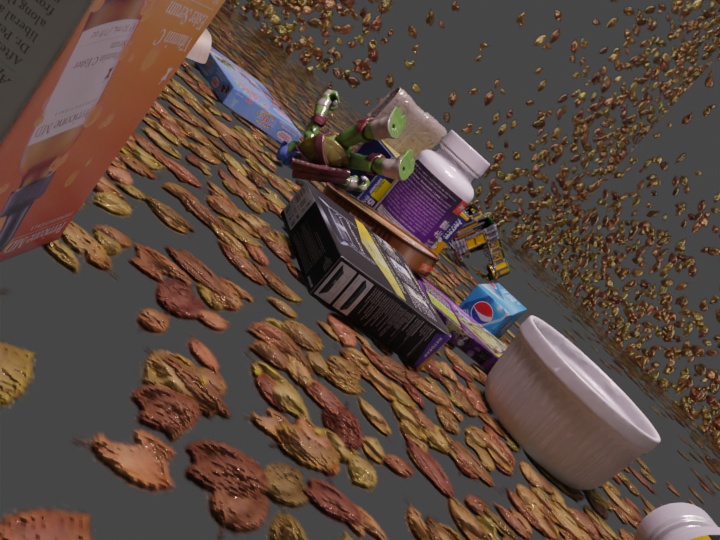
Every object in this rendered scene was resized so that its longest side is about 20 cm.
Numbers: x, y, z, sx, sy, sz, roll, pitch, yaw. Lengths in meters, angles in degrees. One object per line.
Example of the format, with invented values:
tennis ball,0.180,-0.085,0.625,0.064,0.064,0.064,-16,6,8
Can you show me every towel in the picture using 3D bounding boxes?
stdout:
towel,0.042,-0.213,1.341,0.132,0.200,0.035,33,27,-33

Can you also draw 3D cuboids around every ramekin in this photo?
ramekin,0.237,0.160,0.893,0.199,0.105,0.200,39,13,-10

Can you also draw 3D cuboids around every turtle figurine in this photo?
turtle figurine,-0.008,-0.193,1.139,0.192,0.146,0.199,4,1,32

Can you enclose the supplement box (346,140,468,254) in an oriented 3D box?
supplement box,0.071,-0.122,1.317,0.199,0.109,0.110,33,15,-33

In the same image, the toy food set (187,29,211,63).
toy food set,-0.326,-0.393,1.184,0.142,0.061,0.200,14,26,-40

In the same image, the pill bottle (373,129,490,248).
pill bottle,0.107,-0.116,1.199,0.111,0.200,0.112,38,13,-11

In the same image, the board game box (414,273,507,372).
board game box,0.144,0.085,1.039,0.199,0.032,0.120,38,16,-17

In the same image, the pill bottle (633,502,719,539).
pill bottle,0.308,0.292,0.651,0.111,0.112,0.200,38,12,-14

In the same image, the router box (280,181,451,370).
router box,0.000,0.000,0.830,0.157,0.052,0.200,36,14,-27

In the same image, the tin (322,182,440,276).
tin,0.023,-0.057,1.065,0.199,0.042,0.112,37,14,27

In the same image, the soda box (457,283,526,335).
soda box,0.207,0.065,1.211,0.068,0.064,0.200,44,12,14

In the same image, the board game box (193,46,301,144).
board game box,-0.193,-0.296,1.275,0.151,0.037,0.200,30,17,-42

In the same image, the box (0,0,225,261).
box,-0.165,-0.109,0.362,0.106,0.201,0.152,38,13,-5

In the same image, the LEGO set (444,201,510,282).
LEGO set,0.228,-0.054,1.654,0.201,0.115,0.155,-116,-176,-51
